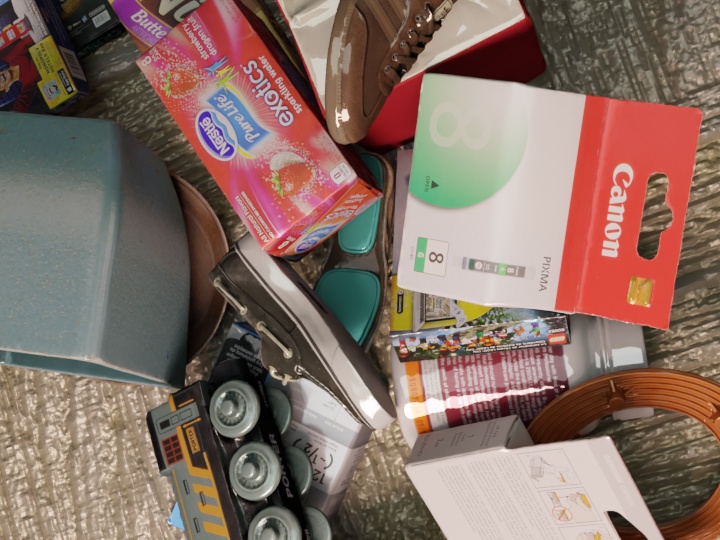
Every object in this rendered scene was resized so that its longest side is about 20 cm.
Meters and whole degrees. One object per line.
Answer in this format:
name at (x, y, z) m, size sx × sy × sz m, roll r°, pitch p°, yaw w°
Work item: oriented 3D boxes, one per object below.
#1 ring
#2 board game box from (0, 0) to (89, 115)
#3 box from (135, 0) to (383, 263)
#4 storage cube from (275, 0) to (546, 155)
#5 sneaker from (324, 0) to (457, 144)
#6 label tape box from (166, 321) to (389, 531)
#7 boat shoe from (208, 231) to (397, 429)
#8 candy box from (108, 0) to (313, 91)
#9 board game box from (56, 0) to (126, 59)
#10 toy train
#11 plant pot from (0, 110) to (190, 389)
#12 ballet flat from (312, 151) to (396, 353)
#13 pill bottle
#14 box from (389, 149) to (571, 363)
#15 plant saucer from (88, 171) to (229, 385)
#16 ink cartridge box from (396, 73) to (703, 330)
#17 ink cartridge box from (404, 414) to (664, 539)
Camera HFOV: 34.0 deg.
ring at (0.220, 0.160, 0.921) m, size 0.199 × 0.019 × 0.202 m, roll 2°, pitch 124°, yaw 3°
board game box at (-0.369, -0.197, 1.090) m, size 0.199 × 0.062 × 0.201 m, roll -28°, pitch 82°, yaw 12°
box at (-0.081, -0.117, 0.967) m, size 0.099 × 0.095 × 0.201 m, roll -37°, pitch 77°, yaw 9°
storage cube at (0.034, -0.215, 0.962) m, size 0.199 × 0.180 × 0.172 m, roll -25°, pitch 82°, yaw 10°
sneaker at (0.028, -0.185, 0.834) m, size 0.075 × 0.070 × 0.202 m, roll 13°, pitch 91°, yaw 13°
label tape box at (-0.081, 0.165, 1.030) m, size 0.142 × 0.066 × 0.201 m, roll 25°, pitch 92°, yaw 13°
boat shoe at (-0.048, 0.058, 0.946) m, size 0.064 × 0.071 × 0.200 m, roll -43°, pitch 67°, yaw 6°
candy box at (-0.126, -0.195, 1.063) m, size 0.116 × 0.056 × 0.201 m, roll -34°, pitch 82°, yaw 10°
board game box at (-0.332, -0.243, 1.128) m, size 0.199 × 0.028 × 0.136 m, roll -28°, pitch 81°, yaw 11°
toy train at (-0.100, 0.176, 0.954) m, size 0.113 × 0.085 × 0.201 m, roll -26°, pitch 71°, yaw 18°
plant pot at (-0.252, -0.020, 0.987) m, size 0.194 × 0.196 × 0.202 m, roll 5°, pitch 79°, yaw 14°
ballet flat at (0.000, 0.000, 1.013) m, size 0.068 × 0.067 × 0.202 m, roll 11°, pitch 82°, yaw 16°
pill bottle at (0.132, 0.082, 0.957) m, size 0.198 × 0.114 × 0.115 m, roll -8°, pitch 85°, yaw 13°
box at (0.096, -0.024, 0.954) m, size 0.135 × 0.038 × 0.201 m, roll -7°, pitch 50°, yaw 13°
plant saucer at (-0.208, 0.004, 1.083) m, size 0.199 × 0.037 × 0.202 m, roll -1°, pitch 86°, yaw 13°
ink cartridge box at (0.130, -0.050, 0.846) m, size 0.199 × 0.050 × 0.162 m, roll 11°, pitch 99°, yaw 28°
ink cartridge box at (0.154, 0.200, 0.907) m, size 0.175 × 0.045 × 0.201 m, roll -15°, pitch 116°, yaw 33°
